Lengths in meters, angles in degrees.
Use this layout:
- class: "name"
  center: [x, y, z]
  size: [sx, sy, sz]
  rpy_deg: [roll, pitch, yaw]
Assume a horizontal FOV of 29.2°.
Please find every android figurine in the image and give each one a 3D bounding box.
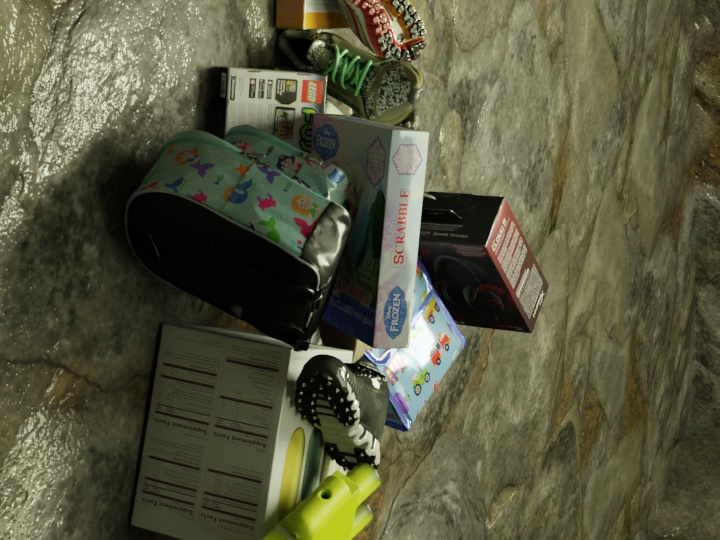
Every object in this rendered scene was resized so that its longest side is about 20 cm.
- class: "android figurine"
  center: [-0.055, 0.273, 1.326]
  size: [0.200, 0.041, 0.183]
  rpy_deg: [-39, 153, -38]

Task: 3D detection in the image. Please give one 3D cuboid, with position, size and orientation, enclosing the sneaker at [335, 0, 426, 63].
- class: "sneaker"
  center: [-0.006, -0.308, 1.489]
  size: [0.078, 0.082, 0.201]
  rpy_deg: [-38, 124, -15]

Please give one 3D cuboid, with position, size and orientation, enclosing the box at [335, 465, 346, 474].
- class: "box"
  center: [-0.075, 0.189, 1.585]
  size: [0.200, 0.068, 0.083]
  rpy_deg: [46, 56, -60]

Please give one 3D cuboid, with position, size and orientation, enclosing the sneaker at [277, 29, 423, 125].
- class: "sneaker"
  center: [-0.019, -0.209, 1.457]
  size: [0.088, 0.199, 0.078]
  rpy_deg: [18, 97, -48]

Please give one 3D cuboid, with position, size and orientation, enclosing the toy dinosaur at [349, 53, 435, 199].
- class: "toy dinosaur"
  center: [0.040, -0.174, 1.567]
  size: [0.200, 0.077, 0.103]
  rpy_deg: [45, 24, -15]

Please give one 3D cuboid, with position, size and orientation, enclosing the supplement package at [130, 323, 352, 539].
- class: "supplement package"
  center: [-0.116, 0.167, 1.389]
  size: [0.151, 0.149, 0.203]
  rpy_deg: [10, 89, -66]

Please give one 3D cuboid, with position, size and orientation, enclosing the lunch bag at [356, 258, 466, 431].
- class: "lunch bag"
  center: [0.024, 0.056, 1.580]
  size: [0.151, 0.093, 0.201]
  rpy_deg: [-52, 133, -36]

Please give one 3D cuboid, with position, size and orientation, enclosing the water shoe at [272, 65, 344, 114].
- class: "water shoe"
  center: [-0.064, -0.159, 1.520]
  size: [0.079, 0.071, 0.200]
  rpy_deg: [-54, 152, 1]

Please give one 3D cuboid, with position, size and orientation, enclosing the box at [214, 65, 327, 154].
- class: "box"
  center: [-0.096, -0.103, 1.409]
  size: [0.109, 0.035, 0.203]
  rpy_deg: [1, 100, -24]

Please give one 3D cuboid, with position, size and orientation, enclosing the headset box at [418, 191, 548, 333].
- class: "headset box"
  center: [0.121, -0.017, 1.644]
  size: [0.201, 0.147, 0.076]
  rpy_deg: [57, 48, -46]

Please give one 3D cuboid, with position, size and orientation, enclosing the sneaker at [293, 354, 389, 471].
- class: "sneaker"
  center: [-0.014, 0.118, 1.342]
  size: [0.201, 0.066, 0.091]
  rpy_deg: [68, 35, -55]

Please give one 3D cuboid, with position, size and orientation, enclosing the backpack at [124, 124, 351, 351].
- class: "backpack"
  center: [-0.112, -0.040, 1.266]
  size: [0.178, 0.198, 0.152]
  rpy_deg: [106, 5, -59]

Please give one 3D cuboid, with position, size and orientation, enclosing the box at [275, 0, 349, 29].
- class: "box"
  center: [-0.046, -0.365, 1.501]
  size: [0.119, 0.041, 0.203]
  rpy_deg: [-20, 113, -63]

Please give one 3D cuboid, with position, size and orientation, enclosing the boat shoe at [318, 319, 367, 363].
- class: "boat shoe"
  center: [0.000, 0.000, 1.461]
  size: [0.065, 0.072, 0.203]
  rpy_deg: [4, 87, -44]

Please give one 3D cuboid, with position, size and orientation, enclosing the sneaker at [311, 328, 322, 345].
- class: "sneaker"
  center: [-0.078, 0.002, 1.537]
  size: [0.082, 0.074, 0.203]
  rpy_deg: [6, 86, -52]

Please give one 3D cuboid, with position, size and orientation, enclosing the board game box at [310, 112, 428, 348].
- class: "board game box"
  center: [-0.002, -0.044, 1.333]
  size: [0.041, 0.200, 0.202]
  rpy_deg: [1, 99, -24]
